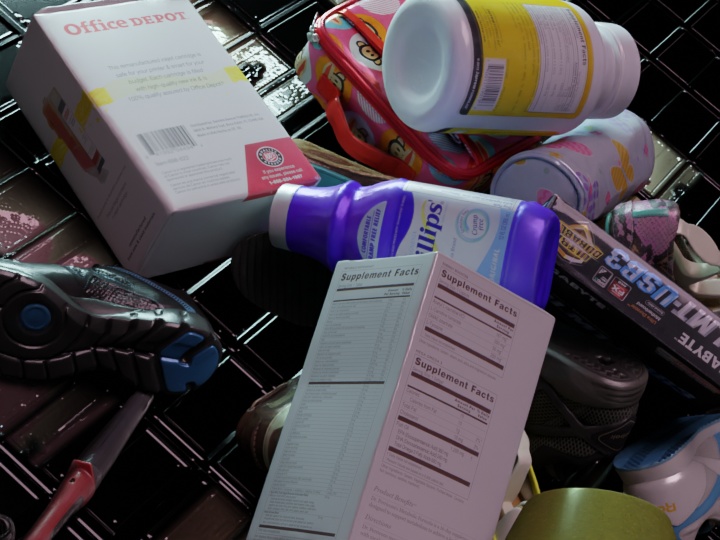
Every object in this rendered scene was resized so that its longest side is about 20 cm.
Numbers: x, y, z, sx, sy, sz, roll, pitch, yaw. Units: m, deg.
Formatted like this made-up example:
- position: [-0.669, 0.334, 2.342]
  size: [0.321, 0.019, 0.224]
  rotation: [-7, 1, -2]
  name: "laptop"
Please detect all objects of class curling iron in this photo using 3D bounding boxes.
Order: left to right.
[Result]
- position: [-0.184, 0.128, 1.034]
  size: [0.050, 0.026, 0.200]
  rotation: [41, 41, 2]
  name: "curling iron"

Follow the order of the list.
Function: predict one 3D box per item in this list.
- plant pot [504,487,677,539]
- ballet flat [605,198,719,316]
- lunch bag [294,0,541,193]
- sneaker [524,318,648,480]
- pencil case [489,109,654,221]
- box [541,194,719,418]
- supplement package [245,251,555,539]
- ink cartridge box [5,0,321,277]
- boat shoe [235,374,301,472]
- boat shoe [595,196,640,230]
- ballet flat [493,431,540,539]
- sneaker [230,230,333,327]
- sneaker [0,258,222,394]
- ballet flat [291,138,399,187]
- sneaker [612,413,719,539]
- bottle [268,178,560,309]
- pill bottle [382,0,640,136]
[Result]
- position: [0.131, 0.240, 0.981]
  size: [0.187, 0.187, 0.200]
  rotation: [21, 59, -16]
  name: "plant pot"
- position: [0.252, 0.005, 1.290]
  size: [0.200, 0.071, 0.069]
  rotation: [48, 42, -51]
  name: "ballet flat"
- position: [0.042, -0.145, 1.406]
  size: [0.200, 0.082, 0.176]
  rotation: [48, 47, 12]
  name: "lunch bag"
- position: [0.125, 0.088, 1.251]
  size: [0.076, 0.114, 0.199]
  rotation: [-15, 33, -41]
  name: "sneaker"
- position: [0.182, -0.082, 1.406]
  size: [0.200, 0.091, 0.083]
  rotation: [-33, 117, -58]
  name: "pencil case"
- position: [0.194, 0.034, 1.258]
  size: [0.200, 0.199, 0.050]
  rotation: [36, 81, 0]
  name: "box"
- position: [0.027, 0.102, 1.055]
  size: [0.109, 0.114, 0.200]
  rotation: [29, 71, -32]
  name: "supplement package"
- position: [-0.150, -0.104, 1.231]
  size: [0.145, 0.083, 0.200]
  rotation: [-16, 62, -42]
  name: "ink cartridge box"
- position: [-0.002, 0.082, 1.158]
  size: [0.202, 0.075, 0.075]
  rotation: [-21, 22, -38]
  name: "boat shoe"
- position: [0.222, -0.017, 1.371]
  size: [0.066, 0.074, 0.200]
  rotation: [53, 19, 4]
  name: "boat shoe"
- position: [0.105, 0.164, 1.162]
  size: [0.067, 0.067, 0.200]
  rotation: [8, 48, -28]
  name: "ballet flat"
- position: [0.000, 0.000, 1.250]
  size: [0.200, 0.074, 0.089]
  rotation: [4, 12, -8]
  name: "sneaker"
- position: [-0.194, 0.030, 1.102]
  size: [0.200, 0.073, 0.082]
  rotation: [17, 23, -23]
  name: "sneaker"
- position: [0.008, -0.054, 1.317]
  size: [0.200, 0.068, 0.072]
  rotation: [22, 24, -9]
  name: "ballet flat"
- position: [0.258, 0.157, 1.274]
  size: [0.200, 0.076, 0.081]
  rotation: [-19, 94, -52]
  name: "sneaker"
- position: [0.035, -0.022, 1.150]
  size: [0.200, 0.084, 0.065]
  rotation: [12, 3, 18]
  name: "bottle"
- position: [0.126, -0.165, 1.335]
  size: [0.200, 0.112, 0.112]
  rotation: [-1, 53, -34]
  name: "pill bottle"
